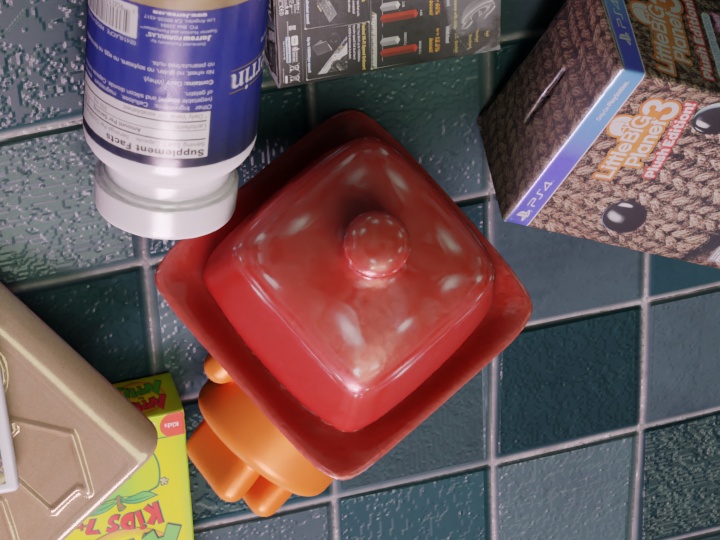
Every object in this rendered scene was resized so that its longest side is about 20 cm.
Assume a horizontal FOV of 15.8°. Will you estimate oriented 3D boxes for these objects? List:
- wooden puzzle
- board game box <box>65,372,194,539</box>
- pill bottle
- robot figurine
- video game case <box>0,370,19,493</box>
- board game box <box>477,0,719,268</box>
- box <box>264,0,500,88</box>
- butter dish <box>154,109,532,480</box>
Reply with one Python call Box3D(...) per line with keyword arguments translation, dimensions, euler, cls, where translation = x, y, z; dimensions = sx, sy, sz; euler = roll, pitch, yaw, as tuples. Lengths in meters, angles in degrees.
Box3D(translation=(-0.268, 0.118, 1.793), dimensions=(0.185, 0.046, 0.200), euler=(43, 101, -12), cls="wooden puzzle")
Box3D(translation=(-0.176, 0.175, 1.897), dimensions=(0.101, 0.048, 0.200), euler=(-11, 127, -13), cls="board game box")
Box3D(translation=(-0.120, -0.127, 1.662), dimensions=(0.115, 0.116, 0.200), euler=(-5, 126, -17), cls="pill bottle")
Box3D(translation=(-0.035, 0.077, 1.831), dimensions=(0.144, 0.117, 0.200), euler=(39, 99, -9), cls="robot figurine")
Box3D(translation=(-0.339, 0.075, 1.733), dimensions=(0.200, 0.023, 0.182), euler=(-9, 106, -6), cls="video game case")
Box3D(translation=(0.210, -0.100, 1.787), dimensions=(0.200, 0.097, 0.160), euler=(11, 136, -26), cls="board game box")
Box3D(translation=(0.012, -0.225, 1.681), dimensions=(0.157, 0.050, 0.200), euler=(-11, 127, -13), cls="box")
Box3D(translation=(0.000, 0.000, 1.704), dimensions=(0.199, 0.200, 0.148), euler=(-40, 175, -18), cls="butter dish")
